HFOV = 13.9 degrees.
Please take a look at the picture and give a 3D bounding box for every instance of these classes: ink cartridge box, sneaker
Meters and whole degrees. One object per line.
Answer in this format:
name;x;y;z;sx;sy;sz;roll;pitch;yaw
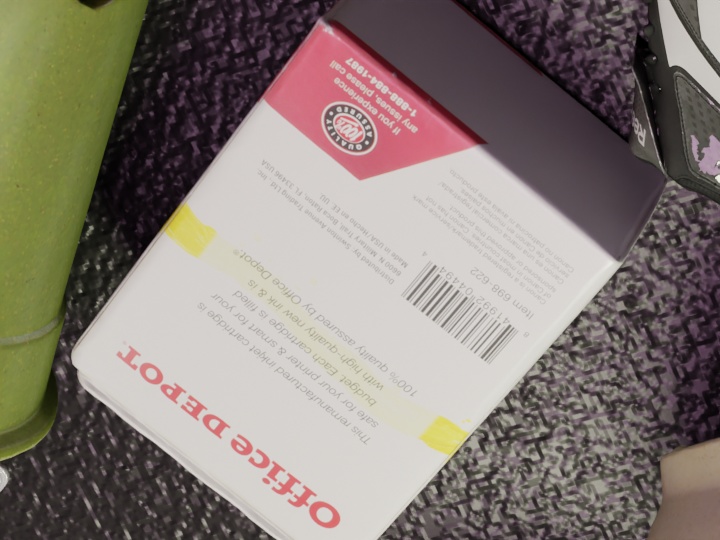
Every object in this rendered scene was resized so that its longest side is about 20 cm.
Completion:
ink cartridge box;0.000;0.000;1.165;0.145;0.083;0.200;39;123;-2
sneaker;0.128;-0.078;1.086;0.090;0.067;0.200;-22;109;26

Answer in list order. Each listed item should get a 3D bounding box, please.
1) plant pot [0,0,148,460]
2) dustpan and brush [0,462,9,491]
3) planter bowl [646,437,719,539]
plant pot;-0.172;-0.058;1.155;0.200;0.200;0.190;30;110;3
dustpan and brush;-0.223;0.109;1.318;0.200;0.057;0.140;-23;106;29
planter bowl;0.186;0.118;1.112;0.200;0.200;0.135;-17;82;27
